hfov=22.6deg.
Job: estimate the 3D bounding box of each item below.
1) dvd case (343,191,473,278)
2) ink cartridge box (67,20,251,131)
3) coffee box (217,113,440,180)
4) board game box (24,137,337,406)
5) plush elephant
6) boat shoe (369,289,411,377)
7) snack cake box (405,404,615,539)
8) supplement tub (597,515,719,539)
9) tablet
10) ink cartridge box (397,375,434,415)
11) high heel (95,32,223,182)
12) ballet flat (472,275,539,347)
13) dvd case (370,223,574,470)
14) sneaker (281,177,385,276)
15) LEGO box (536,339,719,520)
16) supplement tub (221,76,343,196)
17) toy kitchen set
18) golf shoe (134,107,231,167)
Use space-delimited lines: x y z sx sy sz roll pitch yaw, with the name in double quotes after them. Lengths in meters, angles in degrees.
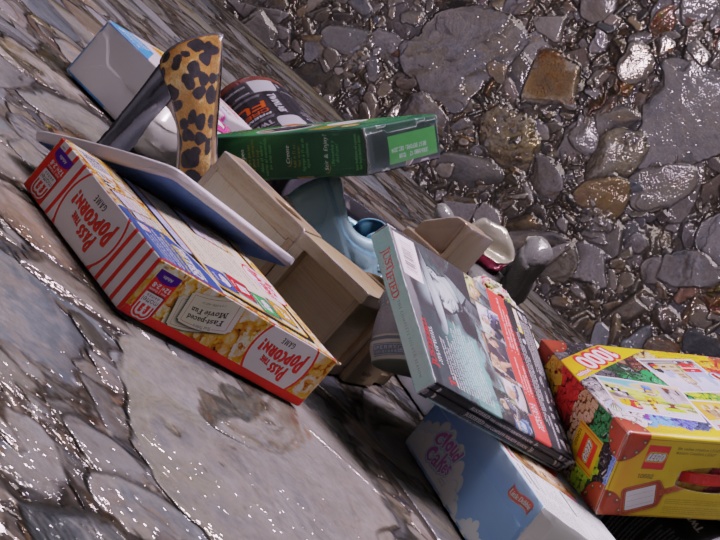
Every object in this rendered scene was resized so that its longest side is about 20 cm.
0.011 -0.009 1.732 0.200 0.025 0.150 32 -23 -24 "dvd case"
-0.185 -0.161 1.770 0.115 0.068 0.200 45 8 22 "ink cartridge box"
-0.044 -0.105 1.579 0.199 0.044 0.123 -1 9 33 "coffee box"
-0.121 0.002 1.242 0.200 0.046 0.152 33 11 -49 "board game box"
0.118 -0.006 2.109 0.155 0.164 0.200 60 -13 28 "plush elephant"
0.069 0.054 1.450 0.070 0.072 0.201 0 -11 26 "boat shoe"
0.121 0.181 1.379 0.115 0.067 0.200 36 9 -27 "snack cake box"
0.255 0.243 1.492 0.122 0.123 0.200 32 12 -50 "supplement tub"
-0.140 -0.052 1.328 0.130 0.014 0.200 16 -12 27 "tablet"
0.132 0.124 1.697 0.200 0.083 0.146 37 9 -32 "ink cartridge box"
-0.106 -0.097 1.517 0.200 0.143 0.071 39 8 -18 "high heel"
0.138 0.100 1.564 0.064 0.075 0.201 4 -66 48 "ballet flat"
0.088 0.061 1.375 0.200 0.022 0.147 32 34 -48 "dvd case"
0.000 0.000 1.610 0.200 0.082 0.074 57 2 -34 "sneaker"
0.248 0.131 1.467 0.199 0.078 0.149 7 24 -28 "LEGO box"
-0.086 -0.122 1.904 0.107 0.107 0.200 36 9 -37 "supplement tub"
-0.015 -0.026 1.503 0.180 0.163 0.200 44 7 19 "toy kitchen set"
-0.143 -0.106 1.656 0.092 0.073 0.200 45 8 22 "golf shoe"
